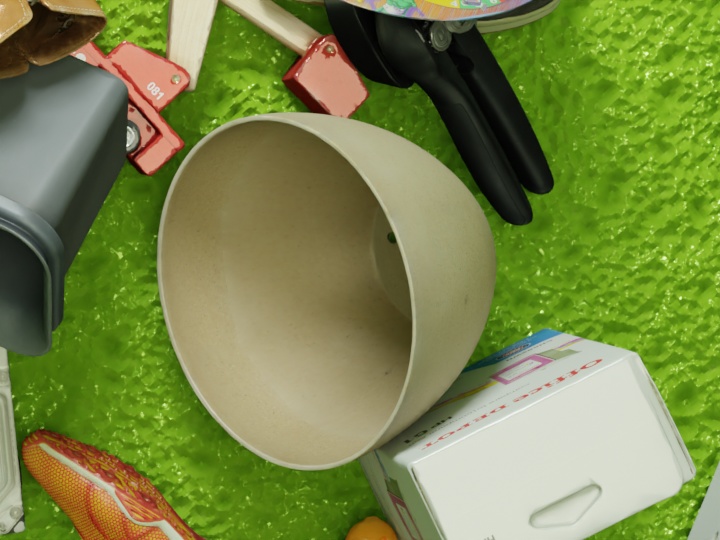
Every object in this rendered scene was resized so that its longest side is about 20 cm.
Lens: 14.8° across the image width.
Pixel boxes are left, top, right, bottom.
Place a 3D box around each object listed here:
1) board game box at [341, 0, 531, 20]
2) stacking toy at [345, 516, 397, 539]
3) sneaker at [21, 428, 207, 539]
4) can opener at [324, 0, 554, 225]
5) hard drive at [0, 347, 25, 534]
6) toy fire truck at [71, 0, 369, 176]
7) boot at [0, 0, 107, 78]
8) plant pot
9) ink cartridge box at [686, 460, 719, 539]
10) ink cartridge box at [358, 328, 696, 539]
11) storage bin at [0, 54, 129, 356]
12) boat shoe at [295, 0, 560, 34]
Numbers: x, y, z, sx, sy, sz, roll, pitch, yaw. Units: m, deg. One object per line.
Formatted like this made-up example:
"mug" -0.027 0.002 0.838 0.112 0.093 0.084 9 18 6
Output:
"board game box" 0.030 -0.221 1.569 0.158 0.200 0.039 -12 140 -25
"stacking toy" -0.004 0.245 1.636 0.116 0.110 0.200 9 80 -26
"sneaker" -0.127 0.171 1.616 0.200 0.073 0.077 44 95 -7
"can opener" 0.060 -0.107 1.615 0.063 0.079 0.200 -54 127 -18
"hard drive" -0.271 0.059 1.598 0.139 0.038 0.200 -5 95 -10
"toy fire truck" -0.108 -0.132 1.611 0.141 0.049 0.200 -43 99 -6
"boot" -0.189 -0.184 1.529 0.155 0.074 0.200 40 56 22
"plant pot" 0.000 0.000 1.586 0.134 0.200 0.201 -17 98 -45
"ink cartridge box" 0.291 0.209 1.689 0.200 0.083 0.145 23 89 -11
"ink cartridge box" 0.087 0.104 1.585 0.144 0.200 0.085 -26 98 -8
"storage bin" -0.226 -0.073 1.522 0.200 0.146 0.134 24 59 9
"boat shoe" 0.031 -0.185 1.613 0.200 0.065 0.073 2 61 -17
